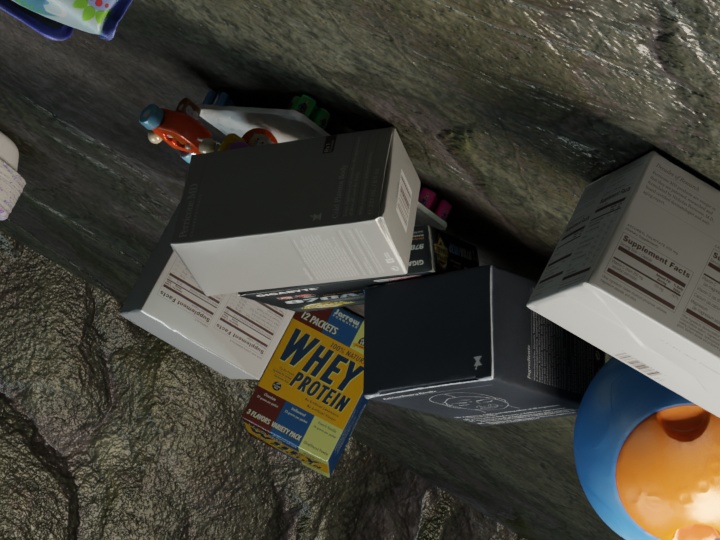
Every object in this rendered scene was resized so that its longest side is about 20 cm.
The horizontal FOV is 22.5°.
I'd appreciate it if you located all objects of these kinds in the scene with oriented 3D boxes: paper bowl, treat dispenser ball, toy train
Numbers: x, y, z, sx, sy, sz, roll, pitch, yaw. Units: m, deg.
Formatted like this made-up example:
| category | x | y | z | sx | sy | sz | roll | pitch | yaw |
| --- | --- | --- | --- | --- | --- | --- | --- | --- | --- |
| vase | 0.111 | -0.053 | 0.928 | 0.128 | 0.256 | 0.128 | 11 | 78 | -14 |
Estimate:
| category | x | y | z | sx | sy | sz | roll | pitch | yaw |
| --- | --- | --- | --- | --- | --- | --- | --- | --- | --- |
| paper bowl | -0.564 | -0.162 | 2.555 | 0.199 | 0.105 | 0.201 | 28 | 169 | 6 |
| treat dispenser ball | 0.290 | 0.155 | 1.622 | 0.200 | 0.202 | 0.201 | 27 | 169 | 6 |
| toy train | -0.105 | -0.101 | 1.701 | 0.200 | 0.056 | 0.150 | 39 | 166 | -31 |

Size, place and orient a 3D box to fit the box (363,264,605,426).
| category | x | y | z | sx | sy | sz | roll | pitch | yaw |
| --- | --- | --- | --- | --- | --- | --- | --- | --- | --- |
| box | 0.118 | 0.075 | 1.698 | 0.147 | 0.108 | 0.199 | -10 | 163 | 36 |

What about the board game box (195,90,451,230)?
| category | x | y | z | sx | sy | sz | roll | pitch | yaw |
| --- | --- | --- | --- | --- | --- | --- | --- | --- | --- |
| board game box | -0.036 | -0.106 | 1.703 | 0.199 | 0.026 | 0.199 | 36 | 167 | -31 |

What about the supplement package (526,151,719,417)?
| category | x | y | z | sx | sy | sz | roll | pitch | yaw |
| --- | --- | --- | --- | --- | --- | --- | --- | --- | --- |
| supplement package | 0.250 | 0.019 | 1.338 | 0.199 | 0.112 | 0.156 | 30 | 169 | -6 |

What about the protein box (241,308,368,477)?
| category | x | y | z | sx | sy | sz | roll | pitch | yaw |
| --- | --- | --- | --- | --- | --- | --- | --- | --- | --- |
| protein box | -0.058 | 0.161 | 2.524 | 0.134 | 0.200 | 0.200 | 26 | 169 | 6 |

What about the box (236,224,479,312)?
| category | x | y | z | sx | sy | sz | roll | pitch | yaw |
| --- | --- | --- | --- | --- | --- | --- | --- | --- | --- |
| box | 0.000 | 0.000 | 1.733 | 0.198 | 0.047 | 0.159 | -7 | 171 | 18 |

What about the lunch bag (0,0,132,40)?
| category | x | y | z | sx | sy | sz | roll | pitch | yaw |
| --- | --- | --- | --- | --- | --- | --- | --- | --- | --- |
| lunch bag | -0.249 | -0.257 | 1.317 | 0.169 | 0.128 | 0.200 | 31 | -178 | -25 |

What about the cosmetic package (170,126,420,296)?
| category | x | y | z | sx | sy | sz | roll | pitch | yaw |
| --- | --- | --- | --- | --- | --- | --- | --- | --- | --- |
| cosmetic package | -0.055 | -0.050 | 1.572 | 0.198 | 0.108 | 0.090 | -6 | 142 | 18 |

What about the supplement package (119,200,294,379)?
| category | x | y | z | sx | sy | sz | roll | pitch | yaw |
| --- | --- | --- | --- | --- | --- | --- | --- | --- | --- |
| supplement package | -0.141 | -0.005 | 1.962 | 0.150 | 0.201 | 0.152 | 31 | 169 | -13 |
